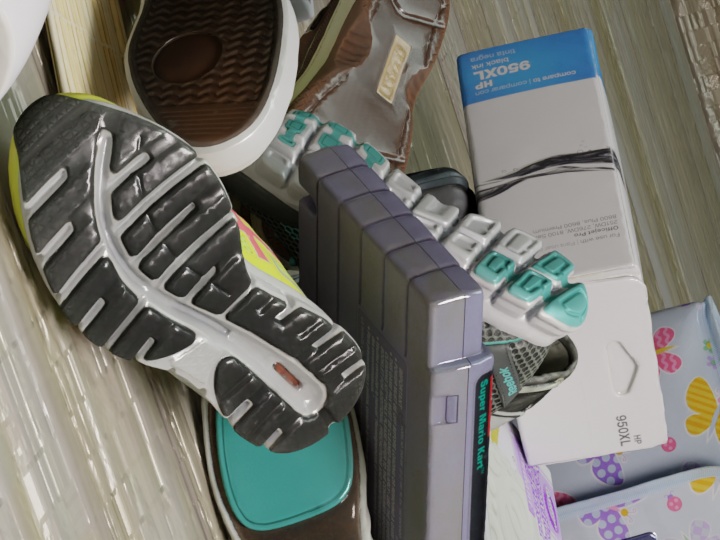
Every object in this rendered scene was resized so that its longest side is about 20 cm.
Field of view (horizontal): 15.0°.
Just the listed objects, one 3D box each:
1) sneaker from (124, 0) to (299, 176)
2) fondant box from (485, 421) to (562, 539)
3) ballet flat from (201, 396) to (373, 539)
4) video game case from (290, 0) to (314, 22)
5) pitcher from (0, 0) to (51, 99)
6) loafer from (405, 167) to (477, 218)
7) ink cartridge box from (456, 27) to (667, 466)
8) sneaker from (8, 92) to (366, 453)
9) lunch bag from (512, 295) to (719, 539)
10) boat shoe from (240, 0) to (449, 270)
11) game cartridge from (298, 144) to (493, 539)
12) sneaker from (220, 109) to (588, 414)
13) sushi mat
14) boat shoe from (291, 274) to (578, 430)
[{"bbox_3d":[-0.057,-0.089,1.158,0.200,0.073,0.085,-101,174,-52],"label":"sneaker"},{"bbox_3d":[0.060,0.142,1.465,0.200,0.058,0.145,53,25,-58],"label":"fondant box"},{"bbox_3d":[-0.024,0.113,1.174,0.069,0.069,0.201,13,58,-74],"label":"ballet flat"},{"bbox_3d":[-0.064,-0.252,1.480,0.143,0.018,0.201,55,23,-51],"label":"video game case"},{"bbox_3d":[-0.154,-0.112,0.824,0.172,0.121,0.200,82,-7,-49],"label":"pitcher"},{"bbox_3d":[0.033,-0.012,1.497,0.200,0.073,0.073,15,64,-73],"label":"loafer"},{"bbox_3d":[0.113,-0.013,1.528,0.200,0.084,0.145,-96,173,-46],"label":"ink cartridge box"},{"bbox_3d":[-0.081,-0.006,1.075,0.200,0.078,0.090,51,-3,-42],"label":"sneaker"},{"bbox_3d":[0.162,0.137,1.632,0.127,0.169,0.201,46,32,-64],"label":"lunch bag"},{"bbox_3d":[-0.016,-0.072,1.362,0.075,0.075,0.203,44,49,-19],"label":"boat shoe"},{"bbox_3d":[0.013,0.062,1.174,0.130,0.038,0.201,44,-37,45],"label":"game cartridge"},{"bbox_3d":[0.000,0.000,1.243,0.200,0.091,0.078,32,27,10],"label":"sneaker"},{"bbox_3d":[-0.122,-0.137,1.147,0.096,0.012,0.201,21,55,-72],"label":"sushi mat"},{"bbox_3d":[0.029,0.032,1.332,0.200,0.064,0.071,11,57,-48],"label":"boat shoe"}]
